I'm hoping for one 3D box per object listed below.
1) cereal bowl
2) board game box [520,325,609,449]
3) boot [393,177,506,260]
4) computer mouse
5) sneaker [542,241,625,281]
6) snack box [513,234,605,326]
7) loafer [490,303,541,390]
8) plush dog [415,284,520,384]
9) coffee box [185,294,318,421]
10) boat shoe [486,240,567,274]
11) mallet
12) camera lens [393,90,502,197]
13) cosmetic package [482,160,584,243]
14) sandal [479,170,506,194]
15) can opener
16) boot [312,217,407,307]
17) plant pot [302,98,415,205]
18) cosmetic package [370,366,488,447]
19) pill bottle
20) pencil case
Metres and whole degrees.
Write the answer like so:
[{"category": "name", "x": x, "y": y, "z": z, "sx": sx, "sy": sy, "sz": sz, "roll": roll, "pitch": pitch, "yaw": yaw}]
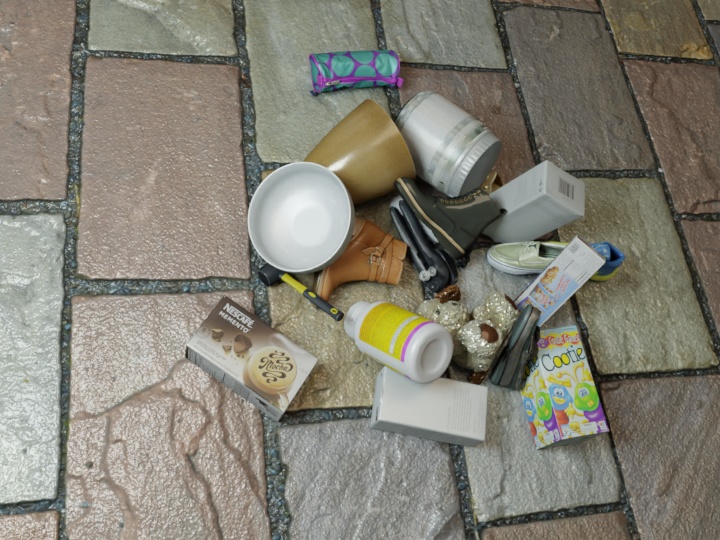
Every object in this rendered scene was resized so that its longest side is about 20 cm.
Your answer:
[{"category": "cereal bowl", "x": -0.100, "y": -0.088, "z": 1.241, "sx": 0.198, "sy": 0.083, "sz": 0.202, "roll": -3, "pitch": 77, "yaw": 14}, {"category": "board game box", "x": 0.367, "y": 0.219, "z": 1.285, "sx": 0.102, "sy": 0.105, "sz": 0.202, "roll": -4, "pitch": 67, "yaw": -17}, {"category": "boot", "x": 0.171, "y": -0.137, "z": 1.319, "sx": 0.138, "sy": 0.078, "sz": 0.200, "roll": -42, "pitch": 113, "yaw": 7}, {"category": "computer mouse", "x": 0.152, "y": -0.097, "z": 1.403, "sx": 0.199, "sy": 0.044, "sz": 0.110, "roll": 30, "pitch": 63, "yaw": -1}, {"category": "sneaker", "x": 0.457, "y": -0.036, "z": 1.426, "sx": 0.198, "sy": 0.105, "sz": 0.076, "roll": 7, "pitch": 64, "yaw": -13}, {"category": "snack box", "x": 0.381, "y": 0.027, "z": 1.333, "sx": 0.072, "sy": 0.200, "sz": 0.024, "roll": 40, "pitch": 30, "yaw": 5}, {"category": "loafer", "x": 0.296, "y": 0.143, "z": 1.247, "sx": 0.062, "sy": 0.201, "sz": 0.072, "roll": 23, "pitch": 43, "yaw": 9}, {"category": "plush dog", "x": 0.182, "y": 0.112, "z": 1.283, "sx": 0.171, "sy": 0.162, "sz": 0.200, "roll": 30, "pitch": 32, "yaw": 15}, {"category": "coffee box", "x": -0.188, "y": 0.151, "z": 1.175, "sx": 0.199, "sy": 0.080, "sz": 0.113, "roll": 35, "pitch": 63, "yaw": 2}, {"category": "boat shoe", "x": 0.353, "y": -0.032, "z": 1.377, "sx": 0.198, "sy": 0.062, "sz": 0.072, "roll": 7, "pitch": 50, "yaw": 21}, {"category": "mallet", "x": -0.097, "y": 0.029, "z": 1.237, "sx": 0.199, "sy": 0.041, "sz": 0.066, "roll": 27, "pitch": 55, "yaw": 29}, {"category": "camera lens", "x": 0.167, "y": -0.258, "z": 1.400, "sx": 0.200, "sy": 0.161, "sz": 0.160, "roll": 38, "pitch": 61, "yaw": 18}, {"category": "cosmetic package", "x": 0.337, "y": -0.126, "z": 1.370, "sx": 0.112, "sy": 0.199, "sz": 0.082, "roll": 24, "pitch": 62, "yaw": -26}, {"category": "sandal", "x": 0.287, "y": -0.186, "z": 1.467, "sx": 0.210, "sy": 0.070, "sz": 0.078, "roll": 27, "pitch": 62, "yaw": -2}, {"category": "can opener", "x": 0.117, "y": -0.046, "z": 1.362, "sx": 0.201, "sy": 0.063, "sz": 0.078, "roll": 56, "pitch": 28, "yaw": 8}, {"category": "boot", "x": 0.000, "y": 0.000, "z": 1.299, "sx": 0.154, "sy": 0.074, "sz": 0.202, "roll": 24, "pitch": 74, "yaw": -12}, {"category": "plant pot", "x": -0.024, "y": -0.204, "z": 1.342, "sx": 0.199, "sy": 0.187, "sz": 0.187, "roll": -32, "pitch": 77, "yaw": -9}, {"category": "cosmetic package", "x": 0.123, "y": 0.245, "z": 1.224, "sx": 0.198, "sy": 0.074, "sz": 0.103, "roll": 13, "pitch": 63, "yaw": -7}, {"category": "pill bottle", "x": 0.059, "y": 0.116, "z": 1.196, "sx": 0.104, "sy": 0.105, "sz": 0.199, "roll": -36, "pitch": 35, "yaw": -26}, {"category": "pencil case", "x": -0.012, "y": -0.432, "z": 1.488, "sx": 0.198, "sy": 0.085, "sz": 0.093, "roll": -10, "pitch": 53, "yaw": -19}]
